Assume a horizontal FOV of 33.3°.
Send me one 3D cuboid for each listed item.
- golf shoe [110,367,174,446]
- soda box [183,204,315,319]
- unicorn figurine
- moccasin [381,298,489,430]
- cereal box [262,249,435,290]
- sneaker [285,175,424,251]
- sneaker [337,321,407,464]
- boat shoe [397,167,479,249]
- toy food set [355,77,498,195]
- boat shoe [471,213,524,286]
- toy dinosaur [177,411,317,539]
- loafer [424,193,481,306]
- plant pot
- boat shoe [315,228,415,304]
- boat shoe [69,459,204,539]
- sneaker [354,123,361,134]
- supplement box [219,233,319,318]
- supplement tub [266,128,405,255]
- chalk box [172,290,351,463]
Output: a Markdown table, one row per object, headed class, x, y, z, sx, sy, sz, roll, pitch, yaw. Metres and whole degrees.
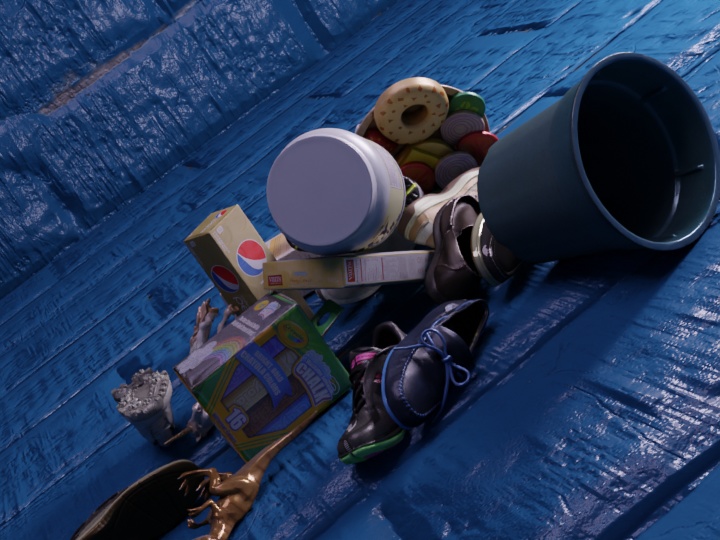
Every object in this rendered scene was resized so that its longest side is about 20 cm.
| class | x | y | z | sx | sy | sz | roll | pitch | yaw |
| --- | --- | --- | --- | --- | --- | --- | --- | --- | --- |
| golf shoe | -0.264 | 0.184 | 1.557 | 0.078 | 0.098 | 0.200 | -33 | 8 | -10 |
| soda box | -0.144 | 0.016 | 1.607 | 0.064 | 0.201 | 0.068 | -14 | 27 | 46 |
| unicorn figurine | -0.190 | 0.129 | 1.558 | 0.138 | 0.073 | 0.200 | -61 | 17 | 19 |
| moccasin | 0.079 | 0.081 | 1.234 | 0.068 | 0.081 | 0.200 | -30 | 18 | 34 |
| cereal box | 0.000 | 0.000 | 1.463 | 0.199 | 0.040 | 0.143 | -5 | 1 | -44 |
| sneaker | -0.005 | -0.065 | 1.592 | 0.198 | 0.076 | 0.076 | -14 | -12 | 19 |
| sneaker | 0.010 | 0.125 | 1.240 | 0.076 | 0.084 | 0.200 | -27 | 20 | 28 |
| boat shoe | 0.134 | -0.072 | 1.566 | 0.199 | 0.076 | 0.072 | -32 | -32 | -40 |
| toy food set | 0.086 | -0.161 | 1.602 | 0.201 | 0.197 | 0.049 | -59 | 30 | 28 |
| boat shoe | 0.186 | -0.055 | 1.388 | 0.066 | 0.072 | 0.201 | -23 | 17 | 35 |
| toy dinosaur | -0.131 | 0.233 | 1.297 | 0.106 | 0.061 | 0.200 | 9 | 47 | 31 |
| loafer | 0.130 | -0.028 | 1.433 | 0.071 | 0.073 | 0.201 | -38 | 24 | 33 |
| plant pot | 0.236 | -0.100 | 1.265 | 0.200 | 0.201 | 0.196 | -45 | 13 | -30 |
| boat shoe | 0.003 | -0.013 | 1.635 | 0.060 | 0.072 | 0.202 | -14 | 21 | 49 |
| boat shoe | -0.266 | 0.280 | 1.366 | 0.201 | 0.072 | 0.066 | -42 | 23 | -6 |
| sneaker | 0.075 | -0.141 | 1.693 | 0.075 | 0.198 | 0.082 | -121 | 50 | -70 |
| supplement box | -0.106 | -0.006 | 1.803 | 0.199 | 0.074 | 0.126 | -30 | 18 | 10 |
| supplement tub | -0.028 | -0.092 | 1.426 | 0.144 | 0.146 | 0.200 | -31 | -3 | 10 |
| chalk box | -0.098 | 0.110 | 1.414 | 0.200 | 0.124 | 0.124 | -38 | 16 | -11 |
